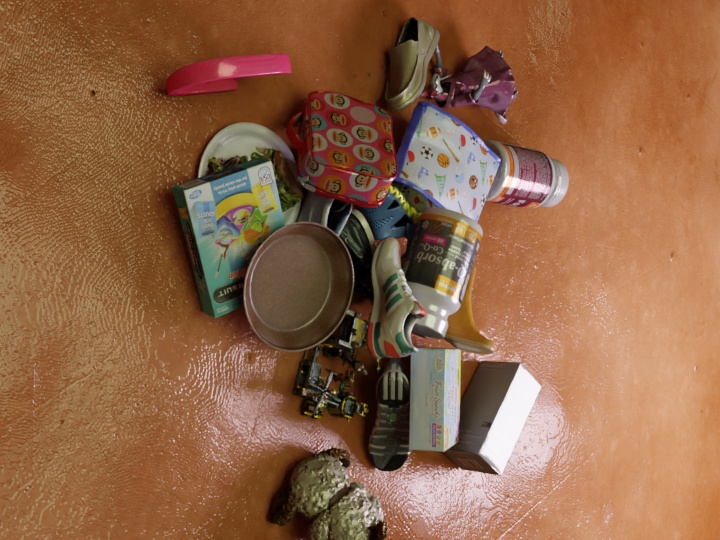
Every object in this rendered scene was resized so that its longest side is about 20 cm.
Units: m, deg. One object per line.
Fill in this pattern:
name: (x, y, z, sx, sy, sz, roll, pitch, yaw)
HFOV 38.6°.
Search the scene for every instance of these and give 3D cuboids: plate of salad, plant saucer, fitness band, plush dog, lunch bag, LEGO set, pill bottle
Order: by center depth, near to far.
fitness band: (-0.196, -0.295, 1.533, 0.198, 0.143, 0.038, -17, 97, -40)
plant saucer: (-0.100, 0.023, 1.580, 0.198, 0.036, 0.203, -9, 106, -35)
plate of salad: (-0.166, -0.133, 1.615, 0.198, 0.048, 0.203, 2, 87, -41)
lunch bag: (-0.034, -0.201, 1.643, 0.174, 0.082, 0.202, 13, 44, -15)
plush dog: (-0.046, 0.379, 1.645, 0.172, 0.161, 0.200, 49, 53, 4)
LEGO set: (-0.021, 0.150, 1.679, 0.153, 0.115, 0.202, 34, 67, -34)
pill bottle: (0.128, 0.005, 1.743, 0.116, 0.116, 0.202, 28, 74, -36)
lunch bag: (0.134, -0.179, 1.829, 0.200, 0.123, 0.172, 37, 66, -41)
pill bottle: (0.302, -0.181, 1.979, 0.198, 0.113, 0.116, 5, 84, -40)

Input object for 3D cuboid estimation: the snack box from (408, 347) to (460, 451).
snack box: (0.131, 0.219, 1.775, 0.200, 0.067, 0.171, 15, 76, -76)

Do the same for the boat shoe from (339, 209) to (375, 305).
boat shoe: (0.001, 0.000, 1.737, 0.066, 0.074, 0.201, -30, 118, -23)

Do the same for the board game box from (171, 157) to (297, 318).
board game box: (-0.187, -0.051, 1.554, 0.150, 0.047, 0.203, -23, 113, -29)

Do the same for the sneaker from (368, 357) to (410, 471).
sneaker: (0.059, 0.239, 1.776, 0.116, 0.074, 0.203, -80, 176, -64)

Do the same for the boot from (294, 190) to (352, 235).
boot: (-0.041, -0.133, 1.691, 0.073, 0.095, 0.202, 29, 70, -36)

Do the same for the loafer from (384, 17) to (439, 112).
loafer: (0.080, -0.368, 1.827, 0.068, 0.075, 0.202, 38, 55, -31)

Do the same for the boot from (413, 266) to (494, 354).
boot: (0.176, 0.060, 1.798, 0.071, 0.200, 0.145, 34, 76, -42)

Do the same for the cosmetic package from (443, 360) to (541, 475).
cosmetic package: (0.243, 0.271, 1.909, 0.090, 0.106, 0.202, 43, 60, -31)

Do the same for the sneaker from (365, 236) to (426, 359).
sneaker: (0.066, 0.045, 1.666, 0.070, 0.092, 0.203, 29, 64, -59)

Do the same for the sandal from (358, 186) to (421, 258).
sandal: (0.046, -0.089, 1.779, 0.199, 0.079, 0.088, 37, 69, -32)

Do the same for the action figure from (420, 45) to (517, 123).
action figure: (0.189, -0.345, 1.924, 0.198, 0.134, 0.150, -21, 144, -27)
